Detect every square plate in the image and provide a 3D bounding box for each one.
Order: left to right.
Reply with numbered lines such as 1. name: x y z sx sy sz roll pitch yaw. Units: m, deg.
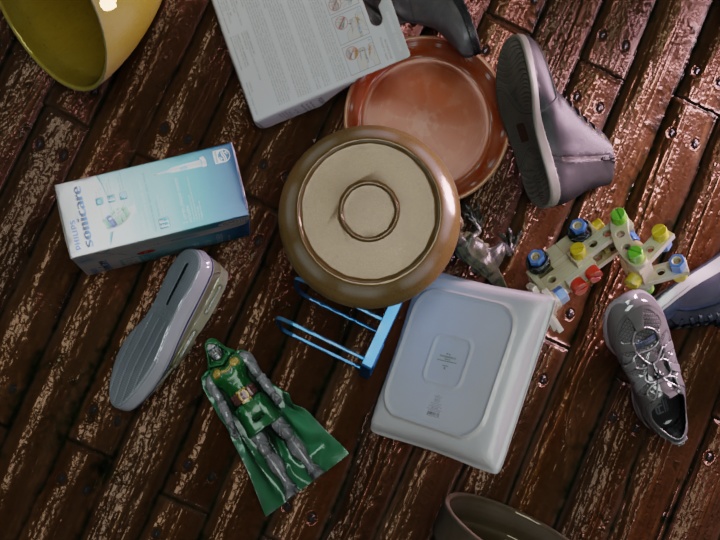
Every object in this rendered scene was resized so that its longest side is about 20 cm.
1. square plate: 0.105 0.104 1.512 0.028 0.198 0.201 27 79 -44

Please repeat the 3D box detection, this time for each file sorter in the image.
1. file sorter: 0.000 0.000 1.529 0.121 0.139 0.202 26 82 2

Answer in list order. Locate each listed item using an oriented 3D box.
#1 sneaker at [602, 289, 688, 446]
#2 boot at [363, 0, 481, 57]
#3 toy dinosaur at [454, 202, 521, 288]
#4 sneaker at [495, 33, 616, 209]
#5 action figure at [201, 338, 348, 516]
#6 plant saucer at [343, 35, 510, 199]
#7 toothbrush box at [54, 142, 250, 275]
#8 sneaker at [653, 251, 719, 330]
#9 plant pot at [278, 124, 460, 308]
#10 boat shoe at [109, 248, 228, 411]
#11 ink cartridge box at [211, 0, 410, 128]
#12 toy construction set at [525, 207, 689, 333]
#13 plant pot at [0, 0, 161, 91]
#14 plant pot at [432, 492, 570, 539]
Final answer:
1. sneaker: 0.332 0.108 1.523 0.074 0.082 0.201 -29 121 -2
2. boot: 0.046 -0.295 1.588 0.131 0.070 0.201 -31 58 -6
3. toy dinosaur: 0.147 -0.023 1.573 0.200 0.047 0.089 44 43 -33
4. sneaker: 0.227 -0.181 1.590 0.105 0.075 0.203 -17 99 -27
5. action figure: -0.118 0.161 1.544 0.118 0.055 0.201 -36 83 -5
6. plant saucer: 0.078 -0.175 1.608 0.197 0.032 0.204 1 82 -5
7. toothbrush box: -0.226 -0.066 1.513 0.197 0.146 0.087 -13 84 -7
8. sneaker: 0.417 0.065 1.583 0.201 0.077 0.147 -31 84 -9
9. plant pot: 0.009 -0.061 1.459 0.197 0.028 0.203 0 80 1
10. boat shoe: -0.212 0.074 1.539 0.062 0.072 0.202 29 94 -44
11. ink cartridge box: -0.057 -0.277 1.578 0.198 0.057 0.165 -20 84 5
12. toy construction set: 0.261 0.005 1.550 0.198 0.093 0.131 -26 49 -15
13. plant pot: -0.301 -0.325 1.532 0.201 0.200 0.142 49 57 2
14. plant pot: 0.144 0.367 1.484 0.198 0.200 0.175 26 98 -1
